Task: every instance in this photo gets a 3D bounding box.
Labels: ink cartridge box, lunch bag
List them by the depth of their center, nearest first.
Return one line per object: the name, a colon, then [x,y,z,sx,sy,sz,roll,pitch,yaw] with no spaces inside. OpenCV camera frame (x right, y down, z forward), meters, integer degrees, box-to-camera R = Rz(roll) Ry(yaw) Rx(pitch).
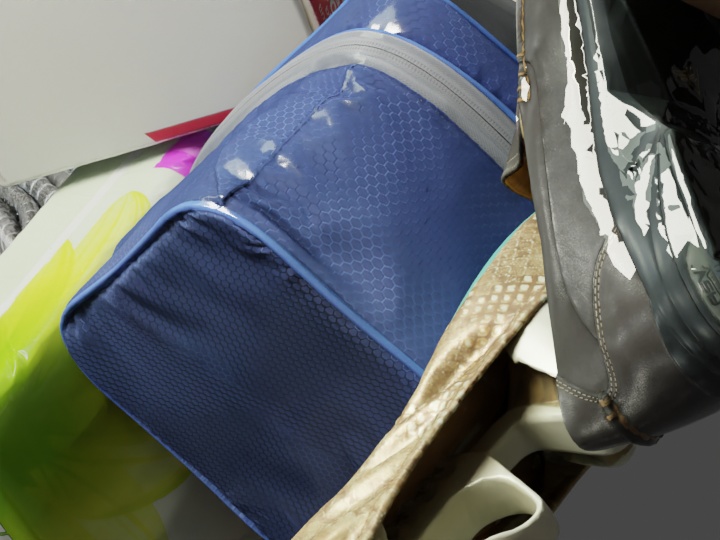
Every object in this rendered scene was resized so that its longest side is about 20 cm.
lunch bag: [0.000,0.000,0.874,0.132,0.136,0.200,-51,8,-28]
ink cartridge box: [-0.072,-0.133,1.017,0.144,0.085,0.200,-15,29,18]

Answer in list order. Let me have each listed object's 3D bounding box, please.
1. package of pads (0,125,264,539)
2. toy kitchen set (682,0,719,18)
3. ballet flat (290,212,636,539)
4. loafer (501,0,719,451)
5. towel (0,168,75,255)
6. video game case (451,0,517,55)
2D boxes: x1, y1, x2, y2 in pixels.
package of pads: [-0.081,0.051,0.979,0.068,0.155,0.200,2,42,41]
toy kitchen set: [0.161,-0.065,0.617,0.163,0.181,0.200,-39,-29,24]
ballet flat: [0.041,0.056,0.724,0.065,0.071,0.200,8,54,48]
loafer: [0.065,-0.043,0.713,0.072,0.073,0.200,-37,43,30]
towel: [-0.127,0.031,1.131,0.085,0.166,0.200,-10,15,-21]
video game case: [0.124,-0.122,0.863,0.180,0.026,0.200,-27,21,-6]
